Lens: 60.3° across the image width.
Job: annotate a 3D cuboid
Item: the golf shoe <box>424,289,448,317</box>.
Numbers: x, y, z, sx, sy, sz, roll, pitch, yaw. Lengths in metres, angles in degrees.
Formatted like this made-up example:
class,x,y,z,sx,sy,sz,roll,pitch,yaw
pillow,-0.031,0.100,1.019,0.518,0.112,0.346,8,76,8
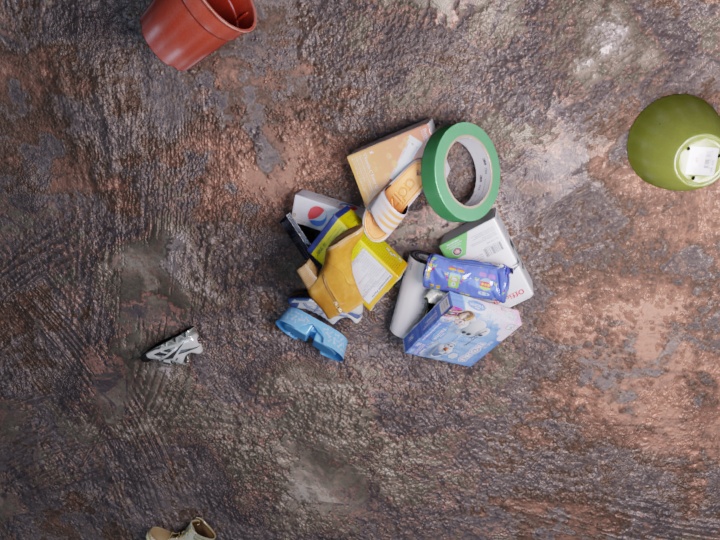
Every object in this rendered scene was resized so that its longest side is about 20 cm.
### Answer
class,x,y,z,sx,sy,sz,roll,pitch,yaw
golf shoe,0.182,0.112,1.463,0.078,0.096,0.205,34,143,44

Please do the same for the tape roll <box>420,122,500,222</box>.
class,x,y,z,sx,sy,sz,roll,pitch,yaw
tape roll,0.215,-0.207,1.314,0.048,0.198,0.205,0,116,54

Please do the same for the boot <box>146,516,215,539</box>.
class,x,y,z,sx,sy,sz,roll,pitch,yaw
boot,-0.560,0.829,1.939,0.197,0.072,0.157,31,114,-4

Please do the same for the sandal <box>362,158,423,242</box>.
class,x,y,z,sx,sy,sz,roll,pitch,yaw
sandal,0.073,-0.151,1.319,0.079,0.059,0.208,38,106,-2

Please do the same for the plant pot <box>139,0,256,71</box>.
class,x,y,z,sx,sy,sz,roll,pitch,yaw
plant pot,-0.360,-0.552,1.338,0.192,0.201,0.204,-26,102,29

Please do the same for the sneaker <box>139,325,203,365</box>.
class,x,y,z,sx,sy,sz,roll,pitch,yaw
sneaker,-0.522,0.232,1.712,0.196,0.074,0.090,-23,101,21

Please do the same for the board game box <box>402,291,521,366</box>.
class,x,y,z,sx,sy,sz,roll,pitch,yaw
board game box,0.229,0.140,1.412,0.194,0.044,0.201,14,138,-25

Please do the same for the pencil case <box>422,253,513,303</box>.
class,x,y,z,sx,sy,sz,roll,pitch,yaw
pencil case,0.233,0.013,1.353,0.194,0.078,0.089,10,120,13

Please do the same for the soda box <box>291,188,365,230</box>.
class,x,y,z,sx,sy,sz,roll,pitch,yaw
soda box,-0.064,-0.128,1.476,0.195,0.064,0.070,18,113,7

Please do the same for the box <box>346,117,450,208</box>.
class,x,y,z,sx,sy,sz,roll,pitch,yaw
box,0.087,-0.239,1.380,0.195,0.098,0.127,-19,105,19

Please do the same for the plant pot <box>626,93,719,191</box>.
class,x,y,z,sx,sy,sz,roll,pitch,yaw
plant pot,0.629,-0.232,1.193,0.181,0.200,0.193,4,110,12

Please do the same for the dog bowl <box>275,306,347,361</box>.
class,x,y,z,sx,sy,sz,roll,pitch,yaw
dog bowl,-0.119,0.159,1.574,0.196,0.050,0.112,29,159,3

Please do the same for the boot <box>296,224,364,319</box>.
class,x,y,z,sx,sy,sz,roll,pitch,yaw
boot,-0.031,0.007,1.327,0.199,0.071,0.145,-34,101,26

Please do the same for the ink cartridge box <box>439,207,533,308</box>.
class,x,y,z,sx,sy,sz,roll,pitch,yaw
ink cartridge box,0.290,-0.013,1.418,0.143,0.084,0.203,-25,102,22

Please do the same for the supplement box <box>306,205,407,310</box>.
class,x,y,z,sx,sy,sz,roll,pitch,yaw
supplement box,-0.005,-0.030,1.397,0.200,0.110,0.109,44,113,0

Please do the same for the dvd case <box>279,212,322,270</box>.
class,x,y,z,sx,sy,sz,roll,pitch,yaw
dvd case,-0.124,-0.044,1.481,0.016,0.148,0.203,-35,96,-12

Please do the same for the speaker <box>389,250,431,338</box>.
class,x,y,z,sx,sy,sz,roll,pitch,yaw
speaker,0.130,0.062,1.487,0.079,0.081,0.205,16,113,7

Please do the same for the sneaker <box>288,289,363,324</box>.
class,x,y,z,sx,sy,sz,roll,pitch,yaw
sneaker,-0.088,0.096,1.557,0.194,0.075,0.091,1,110,14
